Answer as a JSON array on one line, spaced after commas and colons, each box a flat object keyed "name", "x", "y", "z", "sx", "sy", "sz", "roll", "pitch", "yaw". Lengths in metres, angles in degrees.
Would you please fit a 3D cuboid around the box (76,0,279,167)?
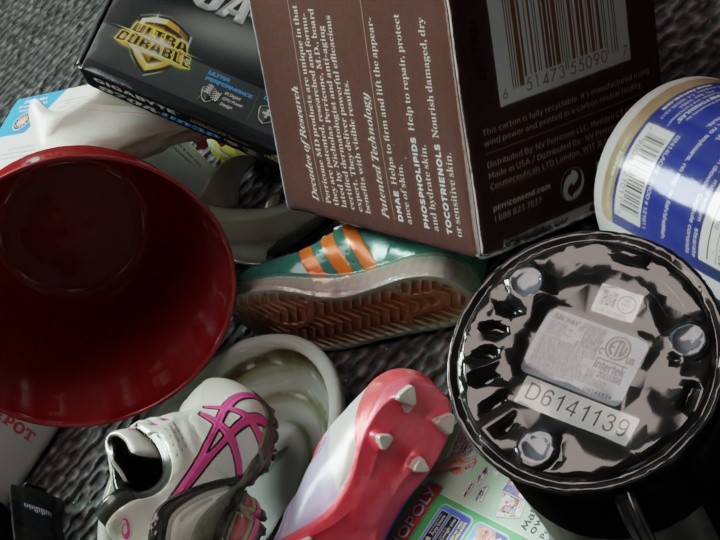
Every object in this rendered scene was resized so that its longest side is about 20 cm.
[{"name": "box", "x": -0.074, "y": -0.168, "z": 1.072, "sx": 0.046, "sy": 0.200, "sz": 0.159, "roll": 86, "pitch": -151, "yaw": -79}]

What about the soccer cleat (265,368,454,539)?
[{"name": "soccer cleat", "x": -0.018, "y": 0.143, "z": 0.865, "sx": 0.200, "sy": 0.067, "sz": 0.076, "roll": -56, "pitch": 14, "yaw": -10}]

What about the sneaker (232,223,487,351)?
[{"name": "sneaker", "x": 0.000, "y": 0.000, "z": 1.024, "sx": 0.200, "sy": 0.071, "sz": 0.080, "roll": -7, "pitch": 48, "yaw": 33}]

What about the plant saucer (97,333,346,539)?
[{"name": "plant saucer", "x": -0.079, "y": 0.136, "z": 0.981, "sx": 0.200, "sy": 0.050, "sz": 0.200, "roll": -27, "pitch": 39, "yaw": 25}]

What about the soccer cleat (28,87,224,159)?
[{"name": "soccer cleat", "x": -0.145, "y": -0.122, "z": 1.124, "sx": 0.200, "sy": 0.078, "sz": 0.069, "roll": -22, "pitch": -7, "yaw": -25}]

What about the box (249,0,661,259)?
[{"name": "box", "x": 0.060, "y": -0.123, "z": 0.948, "sx": 0.166, "sy": 0.165, "sz": 0.200, "roll": -23, "pitch": 23, "yaw": -32}]

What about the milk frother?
[{"name": "milk frother", "x": 0.111, "y": 0.122, "z": 0.677, "sx": 0.200, "sy": 0.188, "sz": 0.180, "roll": -46, "pitch": 57, "yaw": -6}]

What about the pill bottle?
[{"name": "pill bottle", "x": 0.219, "y": -0.020, "z": 0.779, "sx": 0.116, "sy": 0.116, "sz": 0.200, "roll": -47, "pitch": 36, "yaw": -3}]

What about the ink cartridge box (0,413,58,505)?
[{"name": "ink cartridge box", "x": -0.345, "y": 0.152, "z": 1.152, "sx": 0.083, "sy": 0.145, "sz": 0.200, "roll": 11, "pitch": 63, "yaw": 51}]

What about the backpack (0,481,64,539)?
[{"name": "backpack", "x": -0.291, "y": 0.208, "z": 1.012, "sx": 0.154, "sy": 0.200, "sz": 0.190, "roll": -55, "pitch": 40, "yaw": 1}]

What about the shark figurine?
[{"name": "shark figurine", "x": -0.064, "y": -0.037, "z": 1.110, "sx": 0.214, "sy": 0.128, "sz": 0.090, "roll": -20, "pitch": 26, "yaw": -8}]

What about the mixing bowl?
[{"name": "mixing bowl", "x": -0.191, "y": -0.008, "z": 1.028, "sx": 0.200, "sy": 0.200, "sz": 0.108, "roll": -40, "pitch": 31, "yaw": 8}]

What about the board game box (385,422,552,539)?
[{"name": "board game box", "x": 0.088, "y": 0.128, "z": 0.839, "sx": 0.134, "sy": 0.029, "sz": 0.200, "roll": 19, "pitch": 70, "yaw": 53}]

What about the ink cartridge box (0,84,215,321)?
[{"name": "ink cartridge box", "x": -0.227, "y": -0.022, "z": 1.202, "sx": 0.147, "sy": 0.145, "sz": 0.200, "roll": -2, "pitch": 54, "yaw": 45}]

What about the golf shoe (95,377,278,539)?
[{"name": "golf shoe", "x": -0.100, "y": 0.106, "z": 0.882, "sx": 0.073, "sy": 0.092, "sz": 0.200, "roll": -46, "pitch": 16, "yaw": 16}]

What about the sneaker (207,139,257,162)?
[{"name": "sneaker", "x": -0.039, "y": -0.163, "z": 1.228, "sx": 0.105, "sy": 0.076, "sz": 0.200, "roll": 18, "pitch": 75, "yaw": 39}]
